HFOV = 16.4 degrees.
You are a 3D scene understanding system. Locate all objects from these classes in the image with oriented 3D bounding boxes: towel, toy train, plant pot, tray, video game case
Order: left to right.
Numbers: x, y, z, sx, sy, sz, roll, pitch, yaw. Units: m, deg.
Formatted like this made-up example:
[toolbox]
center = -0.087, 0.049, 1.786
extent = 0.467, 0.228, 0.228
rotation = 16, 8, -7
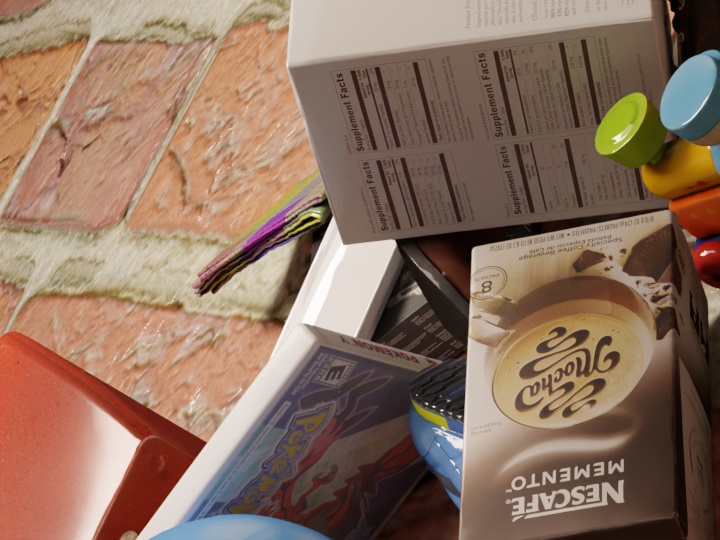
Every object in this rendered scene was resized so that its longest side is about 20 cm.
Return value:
[plant pot]
center = -0.165, 0.179, 1.649
extent = 0.176, 0.200, 0.201
rotation = 9, 70, 55
[video game case]
center = -0.034, 0.127, 1.462
extent = 0.023, 0.182, 0.200
rotation = 46, 107, 34
[towel]
center = -0.034, -0.050, 1.788
extent = 0.144, 0.023, 0.200
rotation = -43, 7, -36
[tray]
center = 0.000, 0.000, 1.598
extent = 0.107, 0.022, 0.201
rotation = -3, 60, 63
[toy train]
center = 0.169, -0.051, 1.319
extent = 0.200, 0.115, 0.085
rotation = -18, 45, 57

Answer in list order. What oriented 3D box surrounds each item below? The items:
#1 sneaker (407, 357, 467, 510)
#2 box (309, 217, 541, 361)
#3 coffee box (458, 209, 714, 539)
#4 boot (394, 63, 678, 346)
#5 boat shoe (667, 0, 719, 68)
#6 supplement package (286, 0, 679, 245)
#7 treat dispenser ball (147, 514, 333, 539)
[sneaker]
center = 0.094, 0.118, 1.360
extent = 0.066, 0.079, 0.200
rotation = -22, 30, -22
[box]
center = 0.038, -0.005, 1.618
extent = 0.200, 0.050, 0.158
rotation = -39, 31, 39
[coffee box]
center = 0.116, 0.076, 1.257
extent = 0.112, 0.080, 0.201
rotation = -11, 46, 17
[boot]
center = 0.112, -0.055, 1.482
extent = 0.199, 0.069, 0.188
rotation = -29, 33, 0
[boat shoe]
center = 0.206, -0.155, 1.429
extent = 0.070, 0.070, 0.201
rotation = -35, 33, 36
[supplement package]
center = 0.073, -0.128, 1.412
extent = 0.199, 0.151, 0.152
rotation = -7, 48, 10
[treat dispenser ball]
center = -0.066, 0.233, 1.347
extent = 0.201, 0.200, 0.201
rotation = -45, 26, 30
